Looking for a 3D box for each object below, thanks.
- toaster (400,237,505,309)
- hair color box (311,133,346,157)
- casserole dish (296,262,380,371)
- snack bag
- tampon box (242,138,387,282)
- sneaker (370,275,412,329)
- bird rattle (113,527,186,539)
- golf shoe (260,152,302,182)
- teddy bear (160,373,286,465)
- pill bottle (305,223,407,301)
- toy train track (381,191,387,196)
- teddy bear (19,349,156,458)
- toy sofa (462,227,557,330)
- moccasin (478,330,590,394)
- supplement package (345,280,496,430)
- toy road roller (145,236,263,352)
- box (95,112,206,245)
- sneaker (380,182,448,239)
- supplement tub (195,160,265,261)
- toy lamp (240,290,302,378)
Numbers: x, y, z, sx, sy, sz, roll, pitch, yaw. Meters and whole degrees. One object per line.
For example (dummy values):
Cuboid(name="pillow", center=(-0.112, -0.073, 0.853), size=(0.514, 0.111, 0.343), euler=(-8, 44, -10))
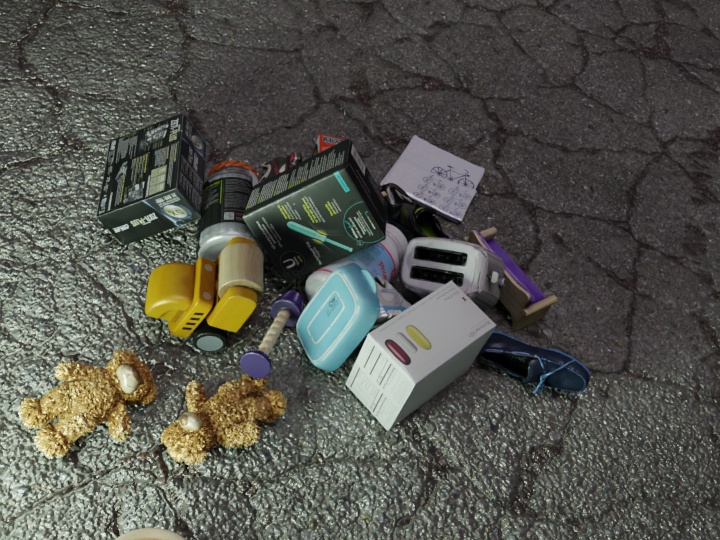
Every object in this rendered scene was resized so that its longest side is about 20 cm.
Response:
Cuboid(name="toaster", center=(0.154, 0.001, 1.462), size=(0.199, 0.129, 0.114), euler=(11, 84, 22))
Cuboid(name="hair color box", center=(-0.064, -0.160, 1.585), size=(0.061, 0.102, 0.200), euler=(11, 44, -14))
Cuboid(name="casserole dish", center=(-0.044, 0.077, 1.333), size=(0.039, 0.200, 0.121), euler=(4, 44, -43))
Cuboid(name="snack bag", center=(0.163, -0.200, 1.745), size=(0.188, 0.021, 0.200), euler=(26, 49, 8))
Cuboid(name="tampon box", center=(-0.074, -0.103, 1.417), size=(0.199, 0.150, 0.126), euler=(-23, 27, 17))
Cuboid(name="sneaker", center=(0.044, 0.051, 1.391), size=(0.075, 0.200, 0.087), euler=(-22, 79, 9))
Cuboid(name="bird rattle", center=(-0.263, 0.398, 1.070), size=(0.199, 0.113, 0.163), euler=(-11, 38, -27))
Cuboid(name="golf shoe", center=(-0.151, -0.144, 1.589), size=(0.088, 0.077, 0.200), euler=(-7, 47, 4))
Cuboid(name="teddy bear", center=(-0.208, 0.217, 1.256), size=(0.199, 0.067, 0.145), euler=(-11, 52, -24))
Cuboid(name="pill bottle", center=(0.000, 0.000, 1.471), size=(0.109, 0.109, 0.200), euler=(35, 51, 15))
Cuboid(name="toy train track", center=(0.002, -0.119, 1.552), size=(0.114, 0.033, 0.200), euler=(-32, 22, 0))
Cuboid(name="teddy bear", center=(-0.399, 0.191, 1.212), size=(0.199, 0.067, 0.145), euler=(-12, 57, -25))
Cuboid(name="toy sofa", center=(0.278, 0.005, 1.552), size=(0.083, 0.098, 0.200), euler=(-20, 58, -29))
Cuboid(name="moccasin", center=(0.297, 0.175, 1.433), size=(0.199, 0.081, 0.068), euler=(16, 32, 16))
Cuboid(name="supplement package", center=(0.099, 0.139, 1.345), size=(0.200, 0.156, 0.111), euler=(-31, 67, -34))
Cuboid(name="toy road roller", center=(-0.256, 0.032, 1.316), size=(0.146, 0.200, 0.123), euler=(20, 44, -28))
Cuboid(name="box", center=(-0.373, -0.166, 1.475), size=(0.163, 0.086, 0.201), euler=(-18, 49, 14))
Cuboid(name="sneaker", center=(0.111, -0.106, 1.609), size=(0.071, 0.083, 0.200), euler=(-21, 58, -30))
Cuboid(name="supplement tub", center=(-0.232, -0.096, 1.479), size=(0.122, 0.123, 0.201), euler=(5, 50, -12))
Cuboid(name="toy lamp", center=(-0.142, 0.100, 1.363), size=(0.058, 0.058, 0.200), euler=(22, 35, 4))
